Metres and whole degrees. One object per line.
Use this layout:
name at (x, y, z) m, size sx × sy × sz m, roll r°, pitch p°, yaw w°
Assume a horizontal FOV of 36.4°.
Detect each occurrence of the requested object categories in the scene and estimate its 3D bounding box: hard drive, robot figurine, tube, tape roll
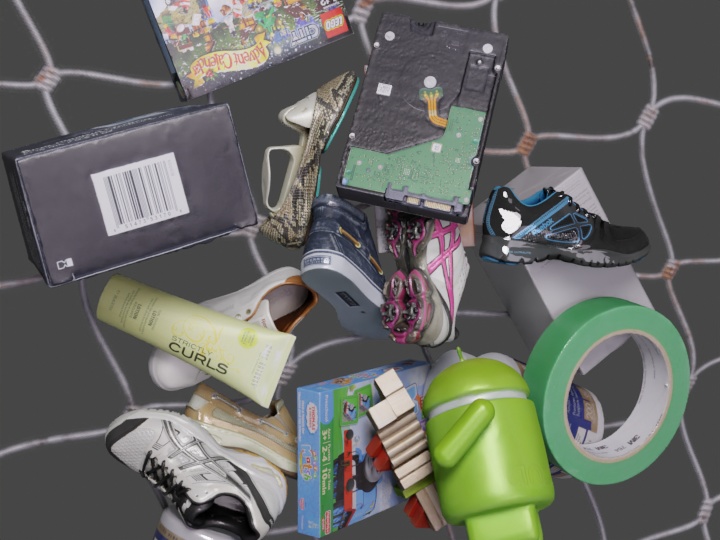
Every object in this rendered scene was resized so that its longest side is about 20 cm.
hard drive at (0.064, -0.156, 1.114) m, size 0.138 × 0.038 × 0.203 m, roll 11°, pitch 73°, yaw 9°
robot figurine at (0.127, 0.180, 1.100) m, size 0.114 × 0.176 × 0.203 m, roll -15°, pitch 70°, yaw 11°
tube at (-0.168, 0.063, 1.107) m, size 0.198 × 0.052 × 0.058 m, roll 24°, pitch 131°, yaw 4°
tape roll at (0.271, 0.132, 1.206) m, size 0.198 × 0.048 × 0.204 m, roll -6°, pitch 103°, yaw -25°

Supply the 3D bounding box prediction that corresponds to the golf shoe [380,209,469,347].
golf shoe at (0.074, -0.021, 1.155) m, size 0.091 × 0.072 × 0.203 m, roll 9°, pitch 86°, yaw -41°

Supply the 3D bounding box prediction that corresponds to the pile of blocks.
pile of blocks at (0.040, 0.198, 1.166) m, size 0.062 × 0.082 × 0.202 m, roll -28°, pitch 112°, yaw -13°

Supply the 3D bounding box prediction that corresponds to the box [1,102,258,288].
box at (-0.224, -0.078, 1.033) m, size 0.194 × 0.200 × 0.119 m, roll -18°, pitch 103°, yaw -19°

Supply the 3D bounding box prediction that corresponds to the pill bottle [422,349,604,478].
pill bottle at (0.173, 0.160, 1.254) m, size 0.198 × 0.111 × 0.112 m, roll 23°, pitch 87°, yaw -28°

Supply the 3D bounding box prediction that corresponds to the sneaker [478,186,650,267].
sneaker at (0.221, -0.046, 1.151) m, size 0.197 × 0.073 × 0.083 m, roll 1°, pitch 93°, yaw -22°

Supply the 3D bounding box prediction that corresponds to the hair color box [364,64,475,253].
hair color box at (0.065, -0.126, 1.197) m, size 0.109 × 0.064 × 0.203 m, roll -5°, pitch 99°, yaw 4°

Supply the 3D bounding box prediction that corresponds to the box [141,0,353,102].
box at (-0.120, -0.276, 1.140) m, size 0.198 × 0.038 × 0.138 m, roll -26°, pitch 104°, yaw -17°

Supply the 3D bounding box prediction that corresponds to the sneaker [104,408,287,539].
sneaker at (-0.172, 0.208, 1.104) m, size 0.197 × 0.088 × 0.076 m, roll 21°, pitch 124°, yaw 1°

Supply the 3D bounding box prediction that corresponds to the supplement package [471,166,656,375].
supplement package at (0.225, -0.003, 1.261) m, size 0.121 × 0.120 × 0.202 m, roll -35°, pitch 106°, yaw -15°

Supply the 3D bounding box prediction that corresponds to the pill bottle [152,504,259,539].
pill bottle at (-0.187, 0.358, 1.143) m, size 0.110 × 0.111 × 0.203 m, roll 21°, pitch 88°, yaw -22°

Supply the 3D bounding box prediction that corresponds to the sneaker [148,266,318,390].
sneaker at (-0.132, 0.060, 1.148) m, size 0.199 × 0.085 × 0.073 m, roll -35°, pitch 108°, yaw -13°

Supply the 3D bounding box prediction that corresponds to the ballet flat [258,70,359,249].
ballet flat at (-0.063, -0.125, 1.168) m, size 0.074 × 0.068 × 0.203 m, roll 17°, pitch 93°, yaw -13°

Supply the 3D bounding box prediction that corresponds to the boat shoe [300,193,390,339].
boat shoe at (0.000, 0.000, 1.176) m, size 0.200 × 0.070 × 0.092 m, roll 51°, pitch 41°, yaw -55°

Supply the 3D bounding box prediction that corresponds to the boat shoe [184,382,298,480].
boat shoe at (-0.095, 0.177, 1.186) m, size 0.198 × 0.071 × 0.077 m, roll 25°, pitch 75°, yaw -22°

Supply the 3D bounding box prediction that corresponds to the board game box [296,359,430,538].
board game box at (0.007, 0.188, 1.193) m, size 0.199 × 0.036 × 0.154 m, roll -9°, pitch 101°, yaw -52°
